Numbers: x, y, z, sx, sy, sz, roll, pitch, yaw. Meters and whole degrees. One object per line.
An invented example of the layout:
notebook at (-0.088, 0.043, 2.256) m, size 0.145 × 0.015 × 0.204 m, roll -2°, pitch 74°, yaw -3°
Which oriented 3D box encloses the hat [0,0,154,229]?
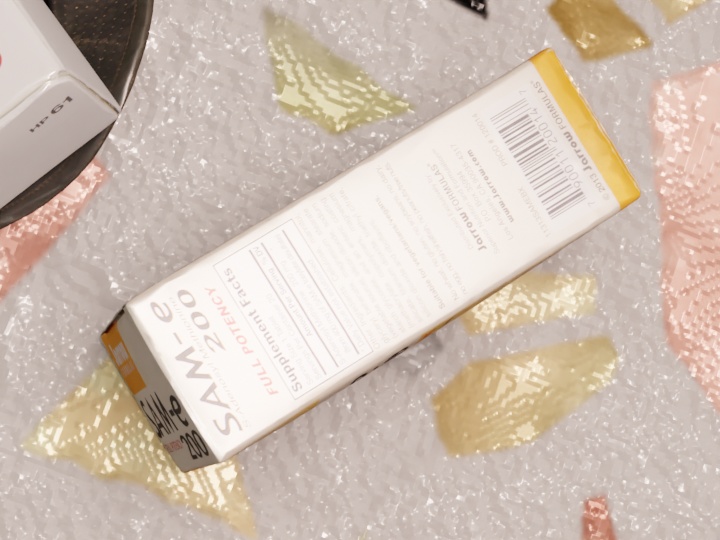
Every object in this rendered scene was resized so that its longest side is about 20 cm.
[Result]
hat at (-0.173, -0.092, 0.849) m, size 0.201 × 0.081 × 0.201 m, roll -1°, pitch 81°, yaw 8°

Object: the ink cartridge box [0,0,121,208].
ink cartridge box at (-0.207, -0.096, 0.770) m, size 0.145 × 0.085 × 0.200 m, roll -37°, pitch 78°, yaw 2°

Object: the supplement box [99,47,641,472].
supplement box at (0.000, 0.000, 0.844) m, size 0.200 × 0.126 × 0.074 m, roll -31°, pitch 90°, yaw -13°
